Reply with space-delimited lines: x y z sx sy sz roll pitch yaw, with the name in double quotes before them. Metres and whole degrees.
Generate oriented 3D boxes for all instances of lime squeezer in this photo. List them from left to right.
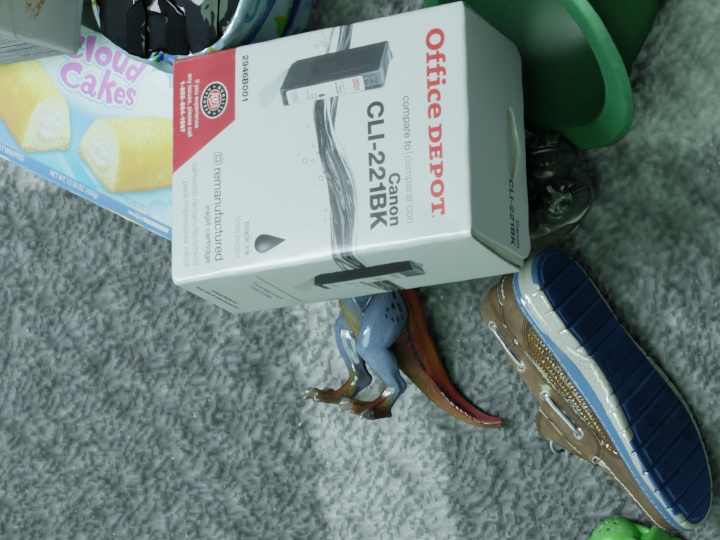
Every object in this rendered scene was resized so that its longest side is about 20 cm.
"lime squeezer" 0.188 0.199 1.529 0.199 0.038 0.071 13 110 19

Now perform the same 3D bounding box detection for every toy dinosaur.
"toy dinosaur" 0.000 0.000 1.553 0.199 0.105 0.183 7 94 -21

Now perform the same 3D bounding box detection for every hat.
"hat" 0.159 -0.191 1.433 0.166 0.176 0.200 56 157 -22

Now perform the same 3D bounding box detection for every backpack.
"backpack" -0.093 -0.218 1.474 0.162 0.154 0.201 7 76 23

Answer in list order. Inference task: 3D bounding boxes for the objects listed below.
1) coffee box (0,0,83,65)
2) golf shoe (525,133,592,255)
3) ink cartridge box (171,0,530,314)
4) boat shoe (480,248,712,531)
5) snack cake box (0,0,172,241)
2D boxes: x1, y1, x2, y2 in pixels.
"coffee box" -0.301 -0.240 1.470 0.199 0.197 0.201 -4 79 41
"golf shoe" 0.049 -0.024 1.473 0.198 0.095 0.078 -8 71 9
"ink cartridge box" -0.008 -0.064 1.399 0.199 0.084 0.145 -9 72 24
"boat shoe" 0.150 0.083 1.499 0.072 0.072 0.201 -31 91 42
"snack cake box" -0.180 -0.118 1.581 0.199 0.067 0.116 26 115 15
